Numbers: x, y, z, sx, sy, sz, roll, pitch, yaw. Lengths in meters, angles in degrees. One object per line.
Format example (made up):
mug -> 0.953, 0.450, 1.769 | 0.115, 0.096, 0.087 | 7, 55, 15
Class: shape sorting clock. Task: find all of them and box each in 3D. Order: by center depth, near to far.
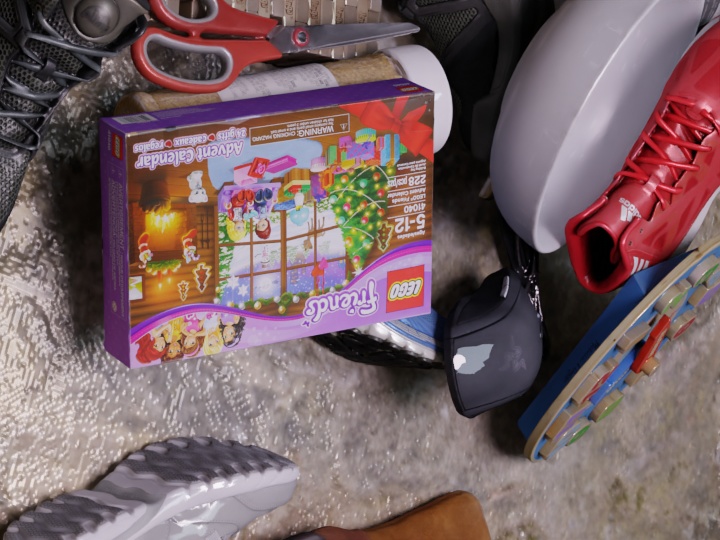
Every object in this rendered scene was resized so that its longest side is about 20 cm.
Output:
shape sorting clock -> 0.180, 0.053, 1.669 | 0.039, 0.200, 0.200 | 45, 47, 16

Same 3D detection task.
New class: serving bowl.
serving bowl -> 0.138, -0.113, 1.583 | 0.200, 0.066, 0.200 | -51, 162, -23

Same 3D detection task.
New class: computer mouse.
computer mouse -> 0.096, 0.010, 1.613 | 0.200, 0.046, 0.141 | -29, 113, -69

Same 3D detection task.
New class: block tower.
block tower -> -0.070, -0.158, 1.508 | 0.199, 0.058, 0.054 | 7, 84, -45

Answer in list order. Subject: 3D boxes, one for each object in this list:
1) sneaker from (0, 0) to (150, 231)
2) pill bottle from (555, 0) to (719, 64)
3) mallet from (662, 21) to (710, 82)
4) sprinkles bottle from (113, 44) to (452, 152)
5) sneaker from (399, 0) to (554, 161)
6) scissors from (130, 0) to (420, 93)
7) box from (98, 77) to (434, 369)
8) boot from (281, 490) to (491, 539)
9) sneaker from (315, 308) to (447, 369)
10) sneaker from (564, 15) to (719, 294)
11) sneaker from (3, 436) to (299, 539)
sneaker -> -0.181, -0.106, 1.360 | 0.076, 0.114, 0.200 | 28, 71, -38
pill bottle -> 0.209, -0.217, 1.739 | 0.200, 0.116, 0.117 | -31, 109, -40
mallet -> 0.229, -0.090, 1.746 | 0.066, 0.041, 0.201 | -37, 148, -24
sprinkles bottle -> -0.045, -0.087, 1.488 | 0.199, 0.068, 0.069 | -12, 97, -28
sneaker -> 0.063, -0.167, 1.624 | 0.076, 0.114, 0.200 | -47, 147, -36
scissors -> -0.047, -0.128, 1.468 | 0.199, 0.014, 0.074 | 10, 76, -36
box -> -0.051, -0.029, 1.438 | 0.199, 0.039, 0.138 | -10, 112, -28
boot -> 0.014, 0.245, 1.587 | 0.199, 0.068, 0.189 | -6, 85, -51
sneaker -> 0.000, 0.000, 1.555 | 0.200, 0.078, 0.090 | 33, 69, -38
sneaker -> 0.197, -0.063, 1.597 | 0.115, 0.078, 0.201 | -36, 151, -56
sneaker -> -0.119, 0.154, 1.451 | 0.199, 0.075, 0.082 | -20, 117, -37
